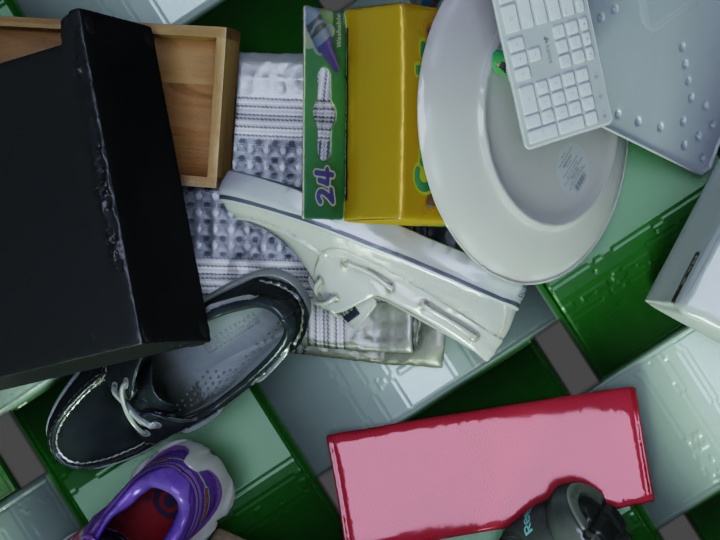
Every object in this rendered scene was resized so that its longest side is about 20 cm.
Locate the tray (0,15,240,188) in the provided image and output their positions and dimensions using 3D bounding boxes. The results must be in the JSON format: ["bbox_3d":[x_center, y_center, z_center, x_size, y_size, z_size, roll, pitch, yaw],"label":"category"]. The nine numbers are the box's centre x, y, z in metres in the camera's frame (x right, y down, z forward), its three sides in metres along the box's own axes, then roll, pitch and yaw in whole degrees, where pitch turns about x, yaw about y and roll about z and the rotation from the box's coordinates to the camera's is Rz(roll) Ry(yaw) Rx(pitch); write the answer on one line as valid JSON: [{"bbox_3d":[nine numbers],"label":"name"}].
[{"bbox_3d":[-0.178,-0.108,1.343,0.199,0.037,0.099,4,92,14],"label":"tray"}]

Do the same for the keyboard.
[{"bbox_3d":[0.096,-0.171,1.191,0.056,0.011,0.201,-19,105,-20],"label":"keyboard"}]

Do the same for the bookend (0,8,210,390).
[{"bbox_3d":[-0.214,-0.031,1.289,0.199,0.092,0.200,-14,84,21],"label":"bookend"}]

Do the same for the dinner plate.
[{"bbox_3d":[0.108,-0.092,1.276,0.024,0.200,0.201,2,89,44],"label":"dinner plate"}]

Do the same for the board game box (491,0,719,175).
[{"bbox_3d":[0.177,-0.180,1.279,0.026,0.199,0.201,20,90,47],"label":"board game box"}]

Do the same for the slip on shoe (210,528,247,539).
[{"bbox_3d":[-0.007,0.208,1.330,0.199,0.076,0.061,9,78,9],"label":"slip on shoe"}]

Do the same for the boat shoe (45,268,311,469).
[{"bbox_3d":[-0.121,0.066,1.326,0.200,0.060,0.076,-38,98,15],"label":"boat shoe"}]

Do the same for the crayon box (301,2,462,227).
[{"bbox_3d":[0.052,-0.089,1.271,0.051,0.199,0.127,0,89,44],"label":"crayon box"}]

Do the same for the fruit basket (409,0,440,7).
[{"bbox_3d":[0.071,-0.244,1.264,0.093,0.200,0.186,23,90,3],"label":"fruit basket"}]

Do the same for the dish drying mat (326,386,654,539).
[{"bbox_3d":[0.082,0.126,1.349,0.199,0.018,0.077,-10,89,4],"label":"dish drying mat"}]

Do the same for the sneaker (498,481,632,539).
[{"bbox_3d":[0.161,0.227,1.327,0.079,0.075,0.200,-34,90,26],"label":"sneaker"}]

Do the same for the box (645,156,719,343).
[{"bbox_3d":[0.276,-0.037,1.249,0.130,0.200,0.200,28,91,1],"label":"box"}]

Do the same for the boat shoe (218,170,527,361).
[{"bbox_3d":[0.000,0.000,1.305,0.199,0.071,0.070,22,91,-2],"label":"boat shoe"}]

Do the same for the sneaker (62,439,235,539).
[{"bbox_3d":[-0.163,0.186,1.321,0.081,0.083,0.200,39,106,10],"label":"sneaker"}]

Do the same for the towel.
[{"bbox_3d":[-0.031,-0.041,1.350,0.199,0.035,0.194,5,89,3],"label":"towel"}]
